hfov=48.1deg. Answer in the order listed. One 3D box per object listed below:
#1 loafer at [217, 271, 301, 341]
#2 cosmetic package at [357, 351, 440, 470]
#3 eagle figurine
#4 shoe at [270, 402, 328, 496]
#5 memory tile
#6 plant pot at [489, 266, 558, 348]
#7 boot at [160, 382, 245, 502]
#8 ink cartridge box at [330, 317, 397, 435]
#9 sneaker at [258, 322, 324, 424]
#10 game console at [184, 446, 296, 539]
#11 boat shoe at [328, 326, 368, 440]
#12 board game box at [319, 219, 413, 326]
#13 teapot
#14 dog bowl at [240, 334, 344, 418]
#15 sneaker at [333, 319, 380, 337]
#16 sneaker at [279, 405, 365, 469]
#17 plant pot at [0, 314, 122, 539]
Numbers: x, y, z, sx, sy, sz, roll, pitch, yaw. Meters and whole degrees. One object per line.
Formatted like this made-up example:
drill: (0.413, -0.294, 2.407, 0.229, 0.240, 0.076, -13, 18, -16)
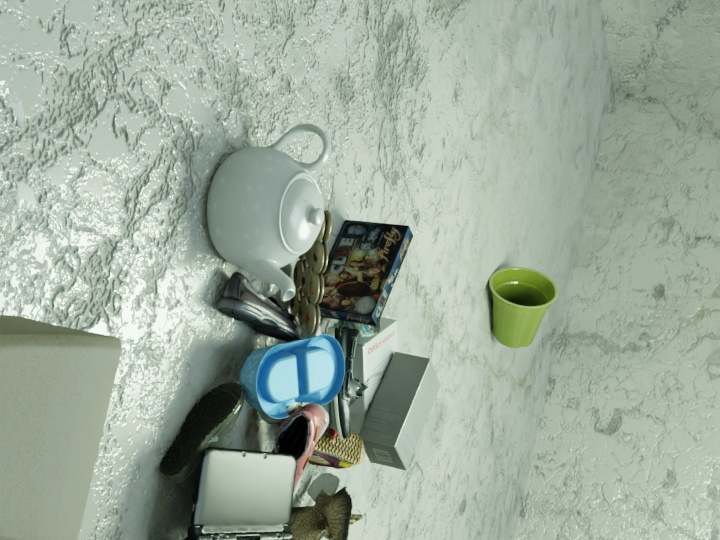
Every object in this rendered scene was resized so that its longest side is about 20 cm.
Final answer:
loafer: (-0.147, 0.061, 1.265, 0.200, 0.072, 0.063, 37, 59, -57)
cosmetic package: (0.078, 0.269, 1.559, 0.200, 0.090, 0.107, -65, 150, -33)
eagle figurine: (-0.064, 0.451, 1.432, 0.152, 0.151, 0.200, -68, 159, -5)
shoe: (-0.123, 0.308, 1.313, 0.200, 0.071, 0.091, -61, 166, 5)
memory tile: (-0.083, -0.006, 1.306, 0.017, 0.153, 0.201, 4, 101, -19)
plant pot: (0.468, 0.122, 2.398, 0.200, 0.200, 0.190, -49, 151, -48)
boot: (-0.201, 0.290, 1.211, 0.182, 0.072, 0.200, -52, 136, -24)
ink cartridge box: (0.008, 0.205, 1.585, 0.145, 0.084, 0.201, -31, 124, -56)
sneaker: (-0.102, 0.185, 1.370, 0.079, 0.078, 0.200, 61, 42, -42)
game console: (-0.199, 0.357, 1.183, 0.200, 0.176, 0.117, 21, 37, -50)
boat shoe: (-0.020, 0.197, 1.425, 0.075, 0.066, 0.200, 103, -17, -80)
board game box: (0.000, 0.000, 1.463, 0.200, 0.135, 0.035, -67, 149, -29)
teapot: (-0.119, -0.091, 1.192, 0.197, 0.146, 0.201, -48, 136, -49)
dog bowl: (-0.106, 0.161, 1.256, 0.200, 0.049, 0.112, -9, 96, -50)
sneaker: (-0.017, 0.041, 1.514, 0.200, 0.086, 0.078, -89, 156, -44)
sneaker: (-0.087, 0.309, 1.445, 0.200, 0.090, 0.075, 37, 42, -31)
plant pot: (-0.367, 0.134, 0.729, 0.177, 0.200, 0.200, 20, 79, -50)
